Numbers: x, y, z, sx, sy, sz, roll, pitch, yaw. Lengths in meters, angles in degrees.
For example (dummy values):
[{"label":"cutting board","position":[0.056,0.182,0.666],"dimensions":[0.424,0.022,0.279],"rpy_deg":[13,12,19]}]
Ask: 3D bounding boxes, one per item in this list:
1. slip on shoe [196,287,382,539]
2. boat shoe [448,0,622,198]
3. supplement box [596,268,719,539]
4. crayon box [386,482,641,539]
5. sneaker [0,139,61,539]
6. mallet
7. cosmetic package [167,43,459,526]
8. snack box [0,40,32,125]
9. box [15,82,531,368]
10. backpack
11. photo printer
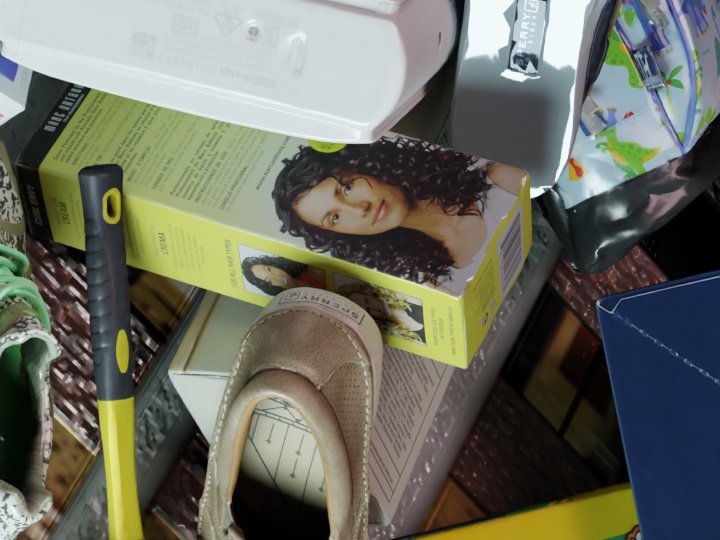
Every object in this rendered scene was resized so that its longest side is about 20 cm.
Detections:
[{"label":"slip on shoe","position":[-0.030,0.101,1.174],"dimensions":[0.076,0.200,0.061],"rpy_deg":[17,38,6]},{"label":"boat shoe","position":[0.078,-0.134,1.220],"dimensions":[0.071,0.200,0.091],"rpy_deg":[15,29,3]},{"label":"supplement box","position":[0.214,0.101,1.363],"dimensions":[0.200,0.134,0.200],"rpy_deg":[14,64,-70]},{"label":"crayon box","position":[0.084,0.207,1.317],"dimensions":[0.172,0.058,0.200],"rpy_deg":[-8,83,-45]},{"label":"sneaker","position":[-0.142,0.023,1.143],"dimensions":[0.077,0.089,0.200],"rpy_deg":[11,67,-42]},{"label":"mallet","position":[-0.105,0.060,1.169],"dimensions":[0.066,0.041,0.200],"rpy_deg":[-20,108,-40]},{"label":"cosmetic package","position":[0.000,0.000,1.273],"dimensions":[0.200,0.073,0.104],"rpy_deg":[-66,146,-35]},{"label":"snack box","position":[-0.158,-0.156,1.207],"dimensions":[0.072,0.024,0.200],"rpy_deg":[32,46,-32]},{"label":"box","position":[-0.035,-0.028,1.194],"dimensions":[0.050,0.200,0.075],"rpy_deg":[83,28,-50]},{"label":"backpack","position":[0.106,-0.121,1.388],"dimensions":[0.200,0.154,0.163],"rpy_deg":[52,21,2]},{"label":"photo printer","position":[-0.046,-0.110,1.196],"dimensions":[0.200,0.166,0.069],"rpy_deg":[-51,154,-75]}]
